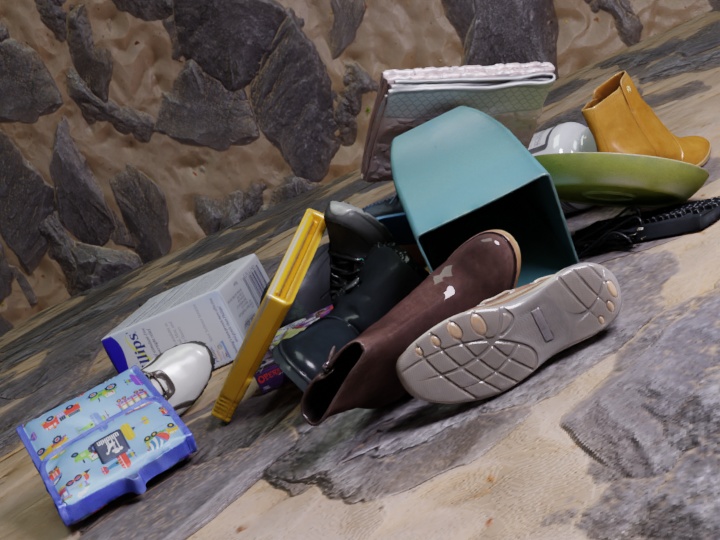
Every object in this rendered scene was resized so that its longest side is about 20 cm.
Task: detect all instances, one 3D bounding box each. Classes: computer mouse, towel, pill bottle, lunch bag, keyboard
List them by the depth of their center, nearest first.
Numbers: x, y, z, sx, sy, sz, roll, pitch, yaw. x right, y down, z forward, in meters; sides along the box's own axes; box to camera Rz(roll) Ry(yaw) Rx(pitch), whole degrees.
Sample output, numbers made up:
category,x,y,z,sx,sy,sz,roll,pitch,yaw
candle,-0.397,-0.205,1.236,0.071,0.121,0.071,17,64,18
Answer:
category,x,y,z,sx,sy,sz,roll,pitch,yaw
keyboard,0.290,-0.056,1.186,0.104,0.040,0.200,-32,10,-33
lunch bag,-0.262,0.198,1.205,0.150,0.094,0.200,-28,22,-19
towel,0.108,-0.164,1.292,0.199,0.032,0.191,-5,-27,-10
pill bottle,0.244,-0.123,1.444,0.200,0.111,0.111,-17,13,44
computer mouse,-0.050,0.012,1.530,0.200,0.139,0.053,-41,33,-26

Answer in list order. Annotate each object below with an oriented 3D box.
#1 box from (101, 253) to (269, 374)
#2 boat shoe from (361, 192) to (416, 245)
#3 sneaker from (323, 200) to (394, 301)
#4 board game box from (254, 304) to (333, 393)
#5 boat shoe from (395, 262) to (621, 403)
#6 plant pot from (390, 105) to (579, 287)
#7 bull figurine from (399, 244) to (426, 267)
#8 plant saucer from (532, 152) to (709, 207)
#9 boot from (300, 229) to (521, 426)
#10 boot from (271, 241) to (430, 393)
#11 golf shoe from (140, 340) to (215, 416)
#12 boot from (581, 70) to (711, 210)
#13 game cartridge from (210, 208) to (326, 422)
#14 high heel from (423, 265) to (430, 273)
category,x,y,z,sx,sy,sz,roll,pitch,yaw
box,-0.239,0.080,1.646,0.199,0.105,0.184,-22,11,18
boat shoe,0.089,-0.079,1.337,0.199,0.069,0.084,-9,-28,-15
sneaker,0.000,0.000,1.288,0.075,0.200,0.079,19,64,31
board game box,-0.061,0.086,1.389,0.120,0.032,0.200,-21,10,6
boat shoe,0.123,0.055,0.961,0.199,0.076,0.072,-21,2,-6
plant pot,0.114,-0.072,1.186,0.141,0.142,0.200,-26,40,2
bull figurine,0.096,-0.032,1.403,0.199,0.065,0.121,-7,-11,-2
plant saucer,0.263,-0.092,1.198,0.199,0.031,0.200,5,-3,0
boot,0.047,0.052,0.983,0.200,0.072,0.166,-52,-18,25
boot,-0.005,0.047,1.175,0.168,0.076,0.200,-45,2,6
golf shoe,-0.256,0.155,1.355,0.200,0.078,0.094,-39,-3,-12
boot,0.341,-0.172,1.349,0.071,0.144,0.201,-15,15,46
game cartridge,-0.101,0.053,1.266,0.177,0.032,0.200,-69,5,-54
high heel,0.127,-0.020,1.307,0.142,0.072,0.200,-10,26,38
